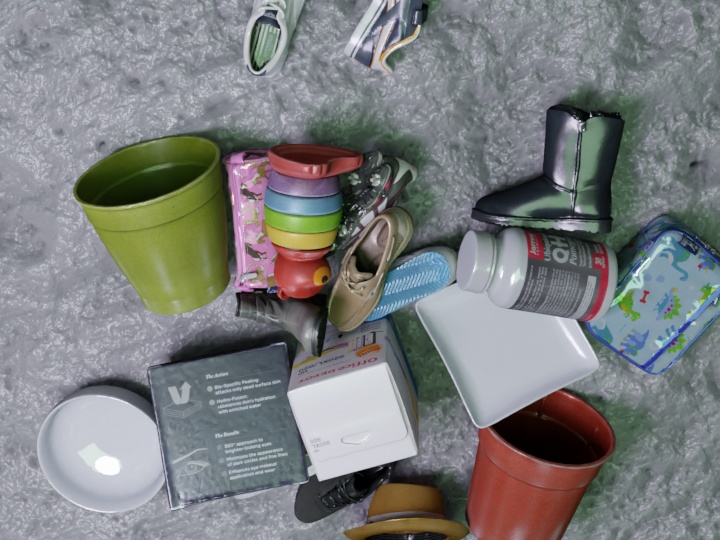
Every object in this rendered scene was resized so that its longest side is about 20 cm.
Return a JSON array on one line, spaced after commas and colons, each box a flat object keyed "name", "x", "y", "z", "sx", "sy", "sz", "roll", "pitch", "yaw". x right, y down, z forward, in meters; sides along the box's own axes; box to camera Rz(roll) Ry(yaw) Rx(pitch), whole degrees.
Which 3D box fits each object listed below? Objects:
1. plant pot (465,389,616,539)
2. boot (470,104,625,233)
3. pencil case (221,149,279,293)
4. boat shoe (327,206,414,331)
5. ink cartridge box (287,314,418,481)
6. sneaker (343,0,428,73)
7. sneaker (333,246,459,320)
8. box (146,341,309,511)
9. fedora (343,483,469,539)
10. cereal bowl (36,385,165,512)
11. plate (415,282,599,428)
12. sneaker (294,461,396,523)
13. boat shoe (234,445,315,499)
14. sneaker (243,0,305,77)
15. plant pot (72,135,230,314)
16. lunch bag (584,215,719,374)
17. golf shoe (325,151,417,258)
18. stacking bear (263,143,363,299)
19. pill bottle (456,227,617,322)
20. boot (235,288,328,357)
[{"name": "plant pot", "x": 0.245, "y": 0.298, "z": 1.547, "sx": 0.199, "sy": 0.201, "sz": 0.196, "roll": 12, "pitch": 117, "yaw": -2}, {"name": "boot", "x": 0.254, "y": -0.141, "z": 1.450, "sx": 0.199, "sy": 0.076, "sz": 0.169, "roll": 5, "pitch": 98, "yaw": 16}, {"name": "pencil case", "x": -0.145, "y": -0.071, "z": 1.479, "sx": 0.082, "sy": 0.087, "sz": 0.201, "roll": -5, "pitch": 106, "yaw": -8}, {"name": "boat shoe", "x": 0.000, "y": 0.000, "z": 1.452, "sx": 0.071, "sy": 0.064, "sz": 0.201, "roll": 36, "pitch": 115, "yaw": 20}, {"name": "ink cartridge box", "x": -0.006, "y": 0.171, "z": 1.499, "sx": 0.146, "sy": 0.200, "sz": 0.145, "roll": -17, "pitch": 108, "yaw": 8}, {"name": "sneaker", "x": 0.057, "y": -0.351, "z": 1.382, "sx": 0.079, "sy": 0.079, "sz": 0.201, "roll": 30, "pitch": 119, "yaw": -3}, {"name": "sneaker", "x": 0.053, "y": 0.019, "z": 1.510, "sx": 0.199, "sy": 0.081, "sz": 0.077, "roll": -15, "pitch": 93, "yaw": 29}, {"name": "box", "x": -0.188, "y": 0.216, "z": 1.515, "sx": 0.195, "sy": 0.117, "sz": 0.201, "roll": -9, "pitch": 87, "yaw": -8}, {"name": "fedora", "x": 0.068, "y": 0.367, "z": 1.603, "sx": 0.199, "sy": 0.201, "sz": 0.082, "roll": 0, "pitch": 66, "yaw": 2}, {"name": "cereal bowl", "x": -0.378, "y": 0.260, "z": 1.606, "sx": 0.199, "sy": 0.083, "sz": 0.201, "roll": 1, "pitch": 109, "yaw": 2}, {"name": "plate", "x": 0.205, "y": 0.093, "z": 1.499, "sx": 0.199, "sy": 0.032, "sz": 0.201, "roll": -25, "pitch": 78, "yaw": -8}, {"name": "sneaker", "x": -0.026, "y": 0.323, "z": 1.611, "sx": 0.200, "sy": 0.091, "sz": 0.076, "roll": -41, "pitch": 105, "yaw": 16}, {"name": "boat shoe", "x": -0.121, "y": 0.280, "z": 1.614, "sx": 0.199, "sy": 0.071, "sz": 0.070, "roll": -22, "pitch": 110, "yaw": 16}, {"name": "sneaker", "x": -0.107, "y": -0.348, "z": 1.391, "sx": 0.073, "sy": 0.071, "sz": 0.201, "roll": 11, "pitch": 109, "yaw": -2}, {"name": "plant pot", "x": -0.263, "y": -0.053, "z": 1.451, "sx": 0.199, "sy": 0.201, "sz": 0.194, "roll": -10, "pitch": 121, "yaw": 6}, {"name": "lunch bag", "x": 0.424, "y": 0.037, "z": 1.501, "sx": 0.160, "sy": 0.083, "sz": 0.200, "roll": 37, "pitch": 108, "yaw": -13}, {"name": "golf shoe", "x": 0.001, "y": -0.081, "z": 1.476, "sx": 0.200, "sy": 0.088, "sz": 0.078, "roll": -44, "pitch": 60, "yaw": 36}, {"name": "stacking bear", "x": -0.074, "y": -0.059, "z": 1.419, "sx": 0.113, "sy": 0.121, "sz": 0.201, "roll": 17, "pitch": 112, "yaw": 33}, {"name": "pill bottle", "x": 0.235, "y": 0.002, "z": 1.436, "sx": 0.199, "sy": 0.111, "sz": 0.111, "roll": 9, "pitch": 110, "yaw": -13}, {"name": "boot", "x": -0.113, "y": 0.066, "z": 1.470, "sx": 0.130, "sy": 0.200, "sz": 0.068, "roll": 8, "pitch": 99, "yaw": -5}]
